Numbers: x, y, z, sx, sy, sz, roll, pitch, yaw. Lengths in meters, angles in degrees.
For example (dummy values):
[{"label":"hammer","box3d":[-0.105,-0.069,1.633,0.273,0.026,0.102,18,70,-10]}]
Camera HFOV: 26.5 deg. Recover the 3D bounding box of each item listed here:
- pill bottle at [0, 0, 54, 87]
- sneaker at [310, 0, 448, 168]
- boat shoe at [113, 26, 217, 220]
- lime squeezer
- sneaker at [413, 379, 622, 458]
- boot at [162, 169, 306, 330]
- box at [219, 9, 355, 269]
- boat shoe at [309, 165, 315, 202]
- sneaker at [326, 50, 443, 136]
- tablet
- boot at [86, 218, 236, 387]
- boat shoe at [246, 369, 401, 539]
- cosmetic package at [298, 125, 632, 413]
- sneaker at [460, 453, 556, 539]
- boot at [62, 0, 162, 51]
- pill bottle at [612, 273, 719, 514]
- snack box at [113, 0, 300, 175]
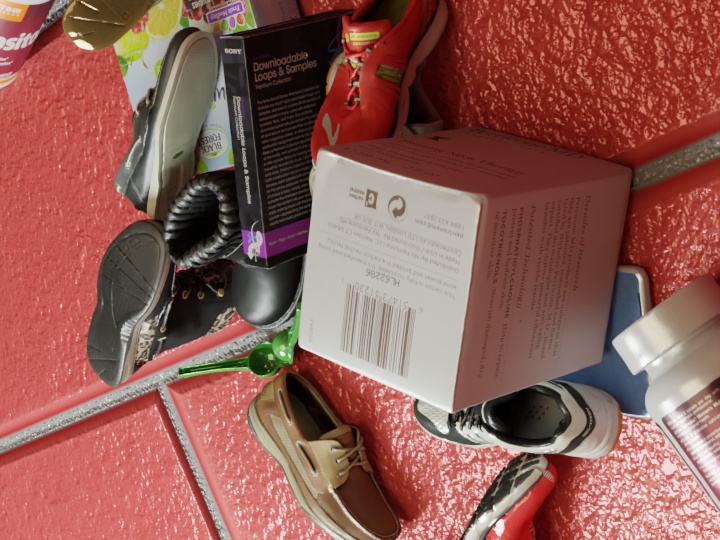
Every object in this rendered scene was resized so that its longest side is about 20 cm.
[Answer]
[{"label":"pill bottle","box3d":[-0.373,-0.290,1.578,0.113,0.113,0.200,52,133,14]},{"label":"sneaker","box3d":[0.003,-0.166,1.234,0.077,0.085,0.201,13,72,27]},{"label":"boat shoe","box3d":[-0.182,-0.138,1.397,0.067,0.072,0.201,36,130,20]},{"label":"lime squeezer","box3d":[-0.093,0.072,1.498,0.070,0.038,0.200,33,140,-26]},{"label":"sneaker","box3d":[0.116,0.112,1.276,0.199,0.087,0.076,0,81,39]},{"label":"boot","box3d":[-0.114,-0.017,1.414,0.079,0.157,0.212,37,127,26]},{"label":"box","box3d":[-0.052,-0.117,1.332,0.036,0.143,0.201,11,113,40]},{"label":"boat shoe","box3d":[0.000,0.000,1.290,0.071,0.076,0.201,-15,118,21]},{"label":"sneaker","box3d":[0.033,-0.093,1.315,0.092,0.076,0.201,-3,106,37]},{"label":"tablet","box3d":[0.161,0.053,1.293,0.199,0.014,0.131,5,110,42]},{"label":"boot","box3d":[-0.181,0.015,1.493,0.073,0.150,0.201,40,130,25]},{"label":"boat shoe","box3d":[-0.032,0.181,1.477,0.200,0.075,0.074,48,128,17]},{"label":"cosmetic package","box3d":[0.081,-0.009,1.197,0.167,0.199,0.168,19,111,38]},{"label":"sneaker","box3d":[0.134,0.242,1.353,0.085,0.077,0.201,30,125,6]},{"label":"boot","box3d":[-0.191,-0.298,1.415,0.200,0.156,0.073,-38,117,12]},{"label":"pill bottle","box3d":[0.282,0.108,1.137,0.201,0.109,0.110,56,133,11]},{"label":"snack box","box3d":[-0.133,-0.182,1.433,0.199,0.067,0.170,-9,99,45]}]
